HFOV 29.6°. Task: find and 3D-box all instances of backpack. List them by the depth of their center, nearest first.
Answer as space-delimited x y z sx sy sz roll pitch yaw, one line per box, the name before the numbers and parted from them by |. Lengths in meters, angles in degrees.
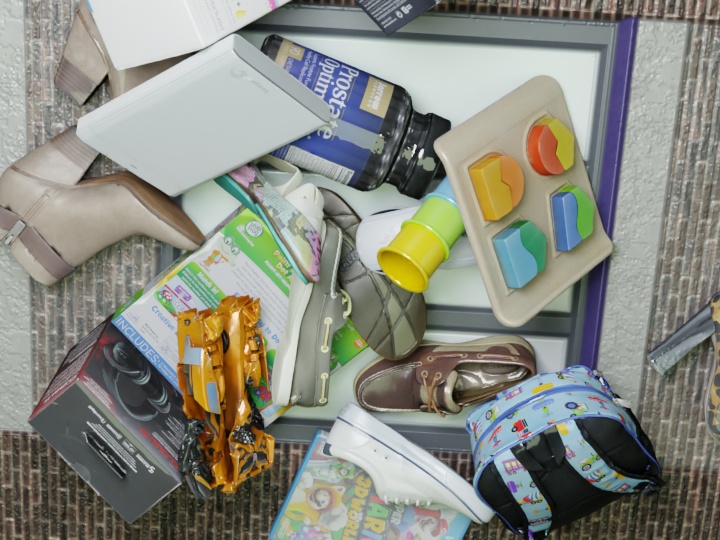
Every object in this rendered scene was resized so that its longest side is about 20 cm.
backpack | 0.191 0.174 1.389 0.182 0.135 0.200 -29 143 13

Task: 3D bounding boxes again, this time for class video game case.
video game case | 0.015 0.276 1.529 0.199 0.018 0.144 23 106 -7

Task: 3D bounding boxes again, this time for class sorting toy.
sorting toy | 0.170 -0.071 1.342 0.036 0.185 0.201 -5 114 50

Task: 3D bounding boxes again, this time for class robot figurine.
robot figurine | -0.134 0.131 1.376 0.058 0.145 0.201 -2 99 28

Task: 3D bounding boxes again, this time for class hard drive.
hard drive | -0.146 -0.138 1.260 0.200 0.026 0.132 -21 143 33

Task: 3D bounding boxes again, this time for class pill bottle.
pill bottle | -0.018 -0.145 1.340 0.199 0.112 0.112 21 107 -6

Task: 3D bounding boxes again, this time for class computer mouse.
computer mouse | 0.096 -0.034 1.380 0.199 0.044 0.110 -8 87 -9

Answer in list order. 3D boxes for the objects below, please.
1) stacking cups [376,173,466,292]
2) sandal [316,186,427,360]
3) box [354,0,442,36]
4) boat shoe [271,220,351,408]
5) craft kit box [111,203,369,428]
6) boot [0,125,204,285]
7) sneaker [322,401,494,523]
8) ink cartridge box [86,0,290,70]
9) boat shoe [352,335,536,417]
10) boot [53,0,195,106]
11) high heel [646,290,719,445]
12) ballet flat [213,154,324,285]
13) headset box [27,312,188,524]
stacking cups | 0.096 -0.066 1.342 0.061 0.060 0.200 48 61 -14
sandal | 0.000 0.000 1.423 0.082 0.055 0.200 -39 89 6
box | 0.040 -0.353 1.227 0.182 0.104 0.200 45 67 -13
boat shoe | -0.044 0.045 1.384 0.060 0.072 0.202 9 108 -13
craft kit box | -0.124 0.058 1.445 0.197 0.049 0.200 -37 104 15
boot | -0.277 -0.043 1.387 0.200 0.070 0.146 41 98 2
sneaker | 0.050 0.223 1.473 0.200 0.073 0.071 33 87 4
ink cartridge box | -0.143 -0.287 1.252 0.125 0.200 0.129 -5 115 42
boat shoe | 0.090 0.117 1.446 0.199 0.072 0.072 -8 108 3
boot | -0.199 -0.196 1.352 0.200 0.070 0.146 37 96 -20
high heel | 0.419 0.117 1.440 0.143 0.071 0.200 -42 94 19
ballet flat | -0.080 -0.070 1.339 0.071 0.200 0.069 -37 143 -7
headset box | -0.246 0.151 1.394 0.077 0.200 0.149 -39 103 13
